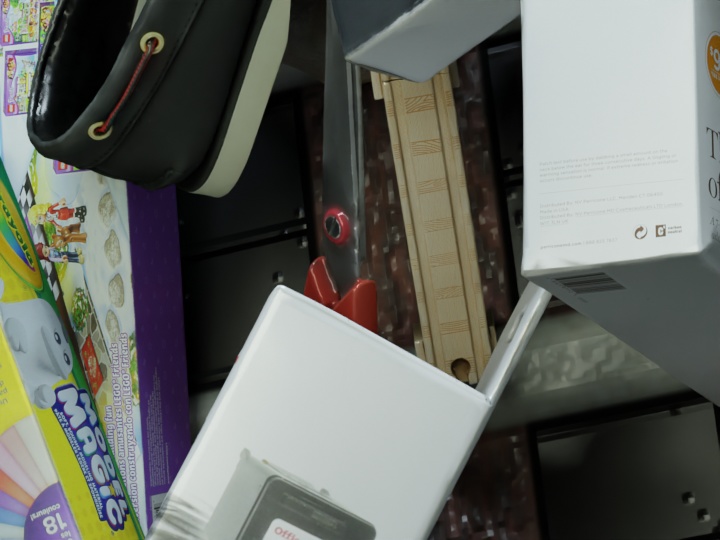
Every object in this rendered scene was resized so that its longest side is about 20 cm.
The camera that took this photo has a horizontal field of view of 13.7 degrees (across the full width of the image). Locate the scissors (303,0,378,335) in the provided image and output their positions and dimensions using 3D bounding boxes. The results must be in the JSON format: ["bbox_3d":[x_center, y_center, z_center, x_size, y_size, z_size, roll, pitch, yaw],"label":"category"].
[{"bbox_3d":[0.000,0.000,0.884,0.073,0.014,0.201,38,129,36],"label":"scissors"}]

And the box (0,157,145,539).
[{"bbox_3d":[-0.130,0.075,0.915,0.117,0.048,0.201,-23,83,21],"label":"box"}]

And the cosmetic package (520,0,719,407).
[{"bbox_3d":[0.098,-0.018,0.801,0.050,0.200,0.083,-8,74,22],"label":"cosmetic package"}]

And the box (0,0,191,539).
[{"bbox_3d":[-0.125,0.001,0.956,0.136,0.039,0.201,-3,90,22],"label":"box"}]

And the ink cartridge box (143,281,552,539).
[{"bbox_3d":[-0.021,0.072,0.816,0.066,0.116,0.201,27,87,1],"label":"ink cartridge box"}]

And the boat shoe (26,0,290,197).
[{"bbox_3d":[-0.045,-0.120,0.864,0.074,0.063,0.202,43,120,59],"label":"boat shoe"}]

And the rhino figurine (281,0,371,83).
[{"bbox_3d":[-0.045,-0.126,0.968,0.199,0.060,0.088,29,95,29],"label":"rhino figurine"}]

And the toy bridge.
[{"bbox_3d":[0.016,-0.063,0.878,0.027,0.067,0.201,-8,100,2],"label":"toy bridge"}]

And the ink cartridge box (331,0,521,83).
[{"bbox_3d":[0.062,-0.136,0.742,0.200,0.037,0.095,-32,59,35],"label":"ink cartridge box"}]
